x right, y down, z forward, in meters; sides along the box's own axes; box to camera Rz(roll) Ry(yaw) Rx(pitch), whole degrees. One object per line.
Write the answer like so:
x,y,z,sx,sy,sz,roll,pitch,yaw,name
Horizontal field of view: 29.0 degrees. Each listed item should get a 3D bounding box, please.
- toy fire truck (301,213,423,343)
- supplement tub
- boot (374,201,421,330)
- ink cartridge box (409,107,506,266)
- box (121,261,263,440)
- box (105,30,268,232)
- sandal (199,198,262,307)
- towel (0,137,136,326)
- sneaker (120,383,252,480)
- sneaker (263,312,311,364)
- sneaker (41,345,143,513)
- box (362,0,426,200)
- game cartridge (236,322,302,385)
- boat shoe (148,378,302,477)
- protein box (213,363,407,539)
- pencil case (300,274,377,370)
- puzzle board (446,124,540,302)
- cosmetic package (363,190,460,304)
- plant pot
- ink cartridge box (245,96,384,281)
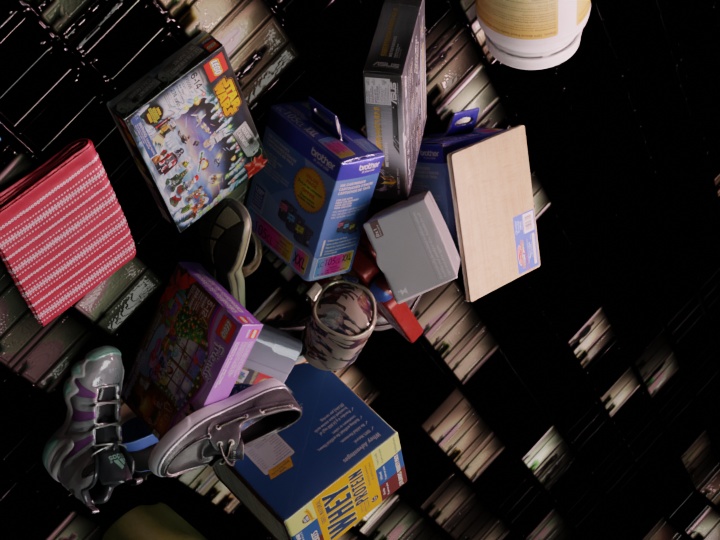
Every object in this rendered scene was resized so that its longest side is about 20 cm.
0.000,0.000,1.795,0.112,0.168,0.200,-44,147,-8,toy fire truck
0.210,-0.360,1.704,0.144,0.144,0.200,-35,144,-21,supplement tub
0.056,-0.028,1.942,0.200,0.069,0.174,-41,141,-21,boot
0.133,-0.114,1.866,0.136,0.076,0.201,-16,106,-41,ink cartridge box
-0.209,0.109,1.687,0.039,0.137,0.200,2,121,-50,box
-0.186,-0.150,1.543,0.137,0.040,0.200,-41,146,-15,box
-0.152,-0.021,1.682,0.057,0.080,0.201,-29,153,-24,sandal
-0.323,-0.040,1.509,0.145,0.022,0.200,-39,148,-19,towel
-0.207,0.207,1.772,0.199,0.070,0.078,-17,124,6,sneaker
-0.083,0.105,1.894,0.200,0.074,0.080,-18,145,-33,sneaker
-0.300,0.200,1.666,0.078,0.140,0.200,-9,130,-45,sneaker
0.044,-0.209,1.668,0.200,0.048,0.159,86,13,-48,box
-0.178,0.150,1.802,0.133,0.041,0.200,23,112,-19,game cartridge
-0.154,0.198,1.654,0.200,0.066,0.070,-25,140,-34,boat shoe
-0.078,0.256,1.931,0.198,0.200,0.135,-37,145,-19,protein box
-0.032,0.070,1.759,0.078,0.089,0.200,-43,173,-17,pencil case
0.176,-0.077,1.838,0.150,0.017,0.201,-25,114,-41,puzzle board
0.065,-0.032,1.705,0.090,0.107,0.200,-23,-174,4,cosmetic package
-0.260,0.422,1.899,0.200,0.184,0.201,-30,142,-26,plant pot
-0.055,-0.109,1.649,0.076,0.136,0.200,-15,133,-43,ink cartridge box
